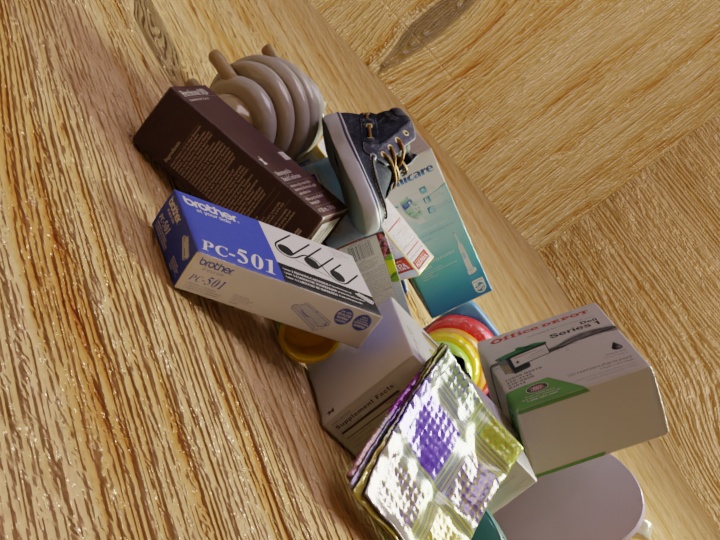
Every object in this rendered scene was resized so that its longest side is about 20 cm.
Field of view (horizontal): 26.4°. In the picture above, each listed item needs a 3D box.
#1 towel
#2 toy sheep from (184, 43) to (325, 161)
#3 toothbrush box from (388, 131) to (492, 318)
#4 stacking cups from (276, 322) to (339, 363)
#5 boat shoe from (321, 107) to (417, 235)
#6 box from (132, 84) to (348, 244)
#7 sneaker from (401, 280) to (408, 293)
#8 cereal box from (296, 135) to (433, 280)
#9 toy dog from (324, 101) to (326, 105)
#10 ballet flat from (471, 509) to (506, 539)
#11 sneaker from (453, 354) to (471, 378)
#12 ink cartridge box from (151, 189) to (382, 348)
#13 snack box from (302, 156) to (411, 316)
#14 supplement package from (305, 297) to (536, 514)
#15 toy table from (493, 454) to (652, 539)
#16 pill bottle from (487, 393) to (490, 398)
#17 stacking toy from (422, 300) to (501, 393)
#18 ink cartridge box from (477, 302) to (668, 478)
[{"bbox_3d":[0.068,0.173,1.337,0.144,0.023,0.200,56,44,-18],"label":"towel"},{"bbox_3d":[-0.105,-0.172,1.650,0.200,0.138,0.138,-20,69,-49],"label":"toy sheep"},{"bbox_3d":[0.071,-0.064,1.863,0.146,0.085,0.200,-118,-176,-69],"label":"toothbrush box"},{"bbox_3d":[-0.057,0.020,1.522,0.061,0.060,0.200,47,11,-22],"label":"stacking cups"},{"bbox_3d":[0.021,-0.111,1.572,0.200,0.091,0.071,-109,-171,-54],"label":"boat shoe"},{"bbox_3d":[-0.116,-0.094,1.509,0.200,0.075,0.100,39,15,6],"label":"box"},{"bbox_3d":[0.007,-0.024,1.924,0.200,0.075,0.088,35,20,-57],"label":"sneaker"},{"bbox_3d":[-0.024,-0.066,1.779,0.144,0.040,0.200,-14,-59,52],"label":"cereal box"},{"bbox_3d":[-0.045,-0.125,1.943,0.096,0.132,0.200,22,21,0],"label":"toy dog"},{"bbox_3d":[0.119,0.291,1.405,0.200,0.067,0.070,57,-13,27],"label":"ballet flat"},{"bbox_3d":[0.104,0.136,1.652,0.075,0.085,0.200,13,-5,34],"label":"sneaker"},{"bbox_3d":[-0.082,0.000,1.364,0.200,0.044,0.094,20,28,-34],"label":"ink cartridge box"},{"bbox_3d":[0.000,0.000,1.659,0.169,0.068,0.200,-115,-176,-53],"label":"snack box"},{"bbox_3d":[0.057,0.144,1.464,0.200,0.109,0.114,46,12,-29],"label":"supplement package"},{"bbox_3d":[0.210,0.249,1.644,0.200,0.184,0.117,21,-15,25],"label":"toy table"},{"bbox_3d":[0.211,0.194,1.959,0.200,0.112,0.112,58,12,28],"label":"pill bottle"},{"bbox_3d":[0.094,0.118,1.790,0.110,0.116,0.200,54,22,4],"label":"stacking toy"},{"bbox_3d":[0.214,0.120,1.597,0.200,0.146,0.084,-115,-173,-70],"label":"ink cartridge box"}]
